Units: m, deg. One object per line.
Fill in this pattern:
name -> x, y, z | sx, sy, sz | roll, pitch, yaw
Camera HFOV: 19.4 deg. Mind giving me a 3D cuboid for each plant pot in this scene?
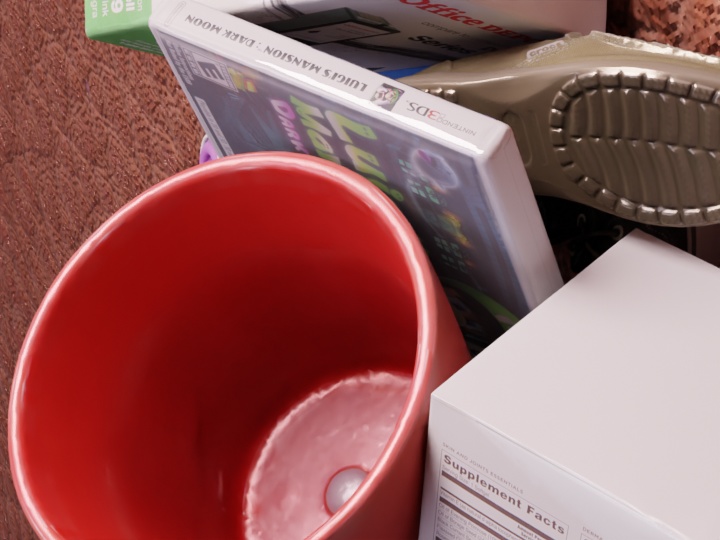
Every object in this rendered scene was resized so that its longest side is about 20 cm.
plant pot -> -0.029, 0.075, 0.932 | 0.201, 0.200, 0.177 | 57, -175, 34

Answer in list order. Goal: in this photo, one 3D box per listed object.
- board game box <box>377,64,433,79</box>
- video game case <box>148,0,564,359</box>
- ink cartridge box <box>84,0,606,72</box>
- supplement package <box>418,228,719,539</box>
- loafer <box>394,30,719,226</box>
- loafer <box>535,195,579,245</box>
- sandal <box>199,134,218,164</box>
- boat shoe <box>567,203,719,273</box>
board game box -> 0.037, -0.153, 1.043 | 0.199, 0.039, 0.159 | 1, 87, 40
video game case -> 0.009, -0.026, 0.931 | 0.181, 0.023, 0.200 | 24, 156, 31
ink cartridge box -> -0.006, -0.143, 0.954 | 0.199, 0.146, 0.085 | -3, 83, 40
supplement package -> 0.124, 0.123, 0.879 | 0.150, 0.152, 0.201 | 28, 134, 29
loafer -> 0.099, -0.068, 0.895 | 0.199, 0.068, 0.076 | 7, 124, 31
loafer -> 0.049, -0.032, 1.095 | 0.200, 0.070, 0.069 | -8, 97, 67
sandal -> -0.090, 0.023, 1.196 | 0.082, 0.049, 0.204 | 175, 94, -75
boat shoe -> 0.125, -0.001, 0.964 | 0.069, 0.056, 0.201 | 31, 132, 58
